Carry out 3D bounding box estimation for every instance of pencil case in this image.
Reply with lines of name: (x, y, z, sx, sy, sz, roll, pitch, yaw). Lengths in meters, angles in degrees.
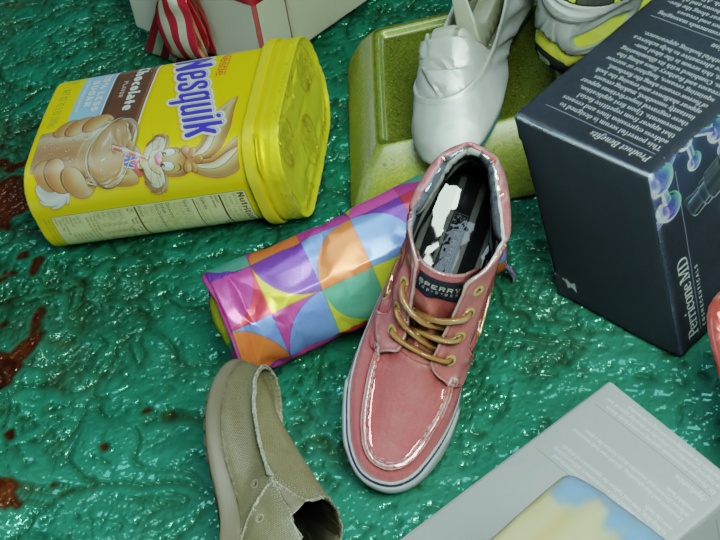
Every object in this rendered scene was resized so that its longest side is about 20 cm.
pencil case: (0.000, 0.000, 0.983, 0.199, 0.089, 0.089, -22, 42, -5)

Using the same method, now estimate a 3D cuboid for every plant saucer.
plant saucer: (0.082, -0.131, 1.108, 0.198, 0.048, 0.201, -12, 43, 9)

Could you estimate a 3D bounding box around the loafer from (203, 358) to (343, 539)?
loafer: (-0.046, 0.135, 0.871, 0.067, 0.076, 0.201, -14, 53, 6)

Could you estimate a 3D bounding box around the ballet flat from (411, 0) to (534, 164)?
ballet flat: (0.072, -0.157, 1.053, 0.069, 0.070, 0.201, 3, 48, 24)

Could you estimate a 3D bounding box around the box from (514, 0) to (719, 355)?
box: (0.208, -0.078, 0.931, 0.200, 0.149, 0.107, -40, 46, -20)

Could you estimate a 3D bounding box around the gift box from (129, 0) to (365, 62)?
gift box: (-0.107, -0.274, 1.238, 0.199, 0.185, 0.187, 18, 46, 39)

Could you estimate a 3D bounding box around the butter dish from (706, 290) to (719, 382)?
butter dish: (0.266, 0.065, 0.702, 0.199, 0.148, 0.201, -20, 75, 19)

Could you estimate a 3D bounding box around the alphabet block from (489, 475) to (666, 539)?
alphabet block: (0.092, 0.243, 0.614, 0.200, 0.197, 0.195, -38, 44, -19)

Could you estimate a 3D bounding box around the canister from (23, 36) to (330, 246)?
canister: (-0.133, -0.092, 1.124, 0.199, 0.087, 0.149, -7, 44, 16)

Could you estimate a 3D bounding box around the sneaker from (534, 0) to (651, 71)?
sneaker: (0.172, -0.193, 0.973, 0.200, 0.077, 0.075, -31, 66, -36)

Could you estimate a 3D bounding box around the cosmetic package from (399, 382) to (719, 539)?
cosmetic package: (0.092, 0.161, 0.779, 0.200, 0.090, 0.107, -35, 45, -12)

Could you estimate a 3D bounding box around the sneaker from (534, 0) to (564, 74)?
sneaker: (0.147, -0.182, 1.035, 0.088, 0.080, 0.201, -34, 86, -37)

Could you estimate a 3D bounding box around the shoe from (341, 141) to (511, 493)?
shoe: (0.037, 0.026, 0.883, 0.071, 0.091, 0.201, 17, 76, 6)
